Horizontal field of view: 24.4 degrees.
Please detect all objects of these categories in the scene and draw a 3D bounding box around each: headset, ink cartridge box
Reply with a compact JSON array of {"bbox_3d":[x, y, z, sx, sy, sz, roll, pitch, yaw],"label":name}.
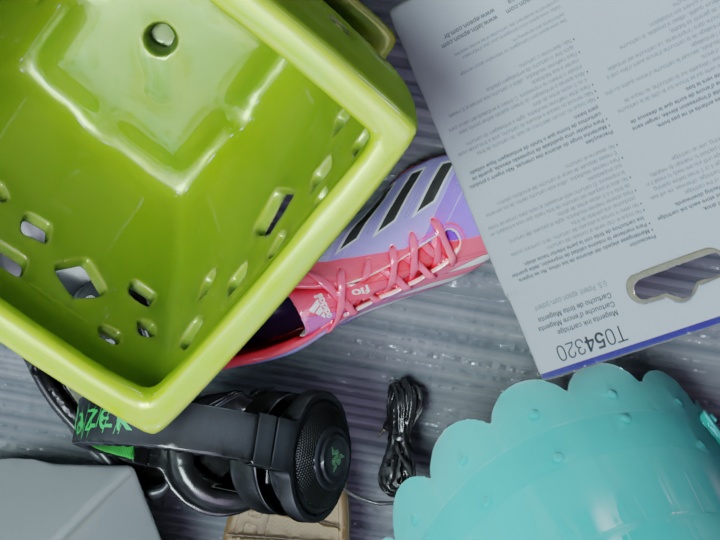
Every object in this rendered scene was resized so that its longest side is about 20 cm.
[{"bbox_3d":[-0.049,0.081,0.859,0.200,0.123,0.094,19,75,-35],"label":"headset"},{"bbox_3d":[0.125,-0.069,0.759,0.196,0.043,0.200,-23,91,44],"label":"ink cartridge box"}]

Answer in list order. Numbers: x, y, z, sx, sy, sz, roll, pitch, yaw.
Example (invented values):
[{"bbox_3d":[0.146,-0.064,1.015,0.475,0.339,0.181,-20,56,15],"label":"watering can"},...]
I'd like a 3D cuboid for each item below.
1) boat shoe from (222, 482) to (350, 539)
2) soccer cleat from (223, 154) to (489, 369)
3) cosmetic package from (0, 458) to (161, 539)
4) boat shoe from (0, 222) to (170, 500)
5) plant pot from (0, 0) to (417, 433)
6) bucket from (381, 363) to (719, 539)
[{"bbox_3d":[-0.040,0.187,0.960,0.072,0.065,0.200,4,97,8],"label":"boat shoe"},{"bbox_3d":[0.000,0.000,0.862,0.200,0.076,0.067,-22,111,14],"label":"soccer cleat"},{"bbox_3d":[-0.199,0.229,0.906,0.167,0.166,0.200,-3,117,32],"label":"cosmetic package"},{"bbox_3d":[-0.149,0.040,0.895,0.074,0.066,0.199,-17,112,12],"label":"boat shoe"},{"bbox_3d":[-0.103,-0.082,0.773,0.199,0.182,0.200,37,112,-12],"label":"plant pot"},{"bbox_3d":[0.123,0.167,0.864,0.207,0.135,0.207,-11,130,-14],"label":"bucket"}]
